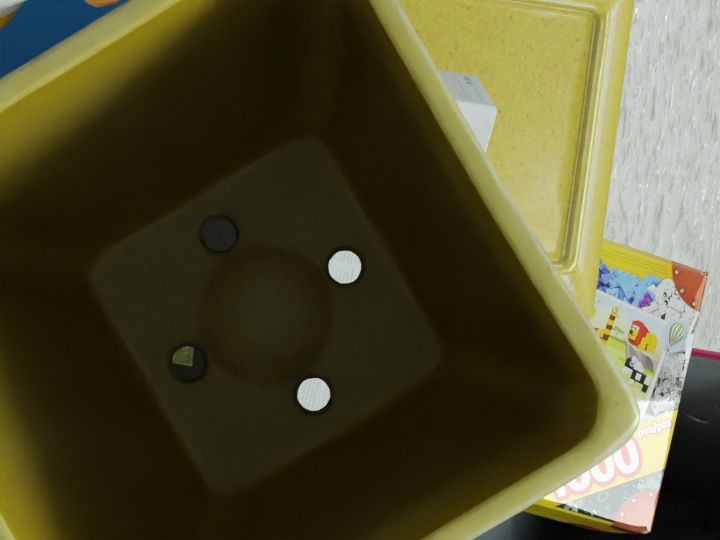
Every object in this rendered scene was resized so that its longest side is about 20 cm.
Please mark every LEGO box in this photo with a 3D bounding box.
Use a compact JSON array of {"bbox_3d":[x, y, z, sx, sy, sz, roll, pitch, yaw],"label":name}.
[{"bbox_3d":[0.071,0.046,1.253,0.077,0.199,0.150,167,-62,-72],"label":"LEGO box"}]

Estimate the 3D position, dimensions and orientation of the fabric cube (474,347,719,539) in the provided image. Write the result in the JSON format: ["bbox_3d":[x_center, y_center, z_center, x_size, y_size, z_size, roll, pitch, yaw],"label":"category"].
[{"bbox_3d":[0.194,0.185,1.572,0.200,0.195,0.201,71,37,-50],"label":"fabric cube"}]

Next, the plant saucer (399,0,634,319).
[{"bbox_3d":[0.047,-0.075,1.170,0.048,0.198,0.202,-160,-103,-72],"label":"plant saucer"}]

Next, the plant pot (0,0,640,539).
[{"bbox_3d":[-0.041,0.015,0.799,0.196,0.193,0.200,59,1,1],"label":"plant pot"}]

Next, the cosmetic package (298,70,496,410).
[{"bbox_3d":[0.000,0.000,1.114,0.051,0.082,0.201,-114,-145,-62],"label":"cosmetic package"}]

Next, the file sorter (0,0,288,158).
[{"bbox_3d":[-0.076,-0.168,0.931,0.123,0.138,0.201,-47,139,-56],"label":"file sorter"}]

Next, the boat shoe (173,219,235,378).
[{"bbox_3d":[-0.069,-0.005,1.103,0.076,0.071,0.201,-37,140,-75],"label":"boat shoe"}]

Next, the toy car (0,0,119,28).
[{"bbox_3d":[-0.143,-0.113,0.727,0.184,0.199,0.178,-40,134,-54],"label":"toy car"}]
